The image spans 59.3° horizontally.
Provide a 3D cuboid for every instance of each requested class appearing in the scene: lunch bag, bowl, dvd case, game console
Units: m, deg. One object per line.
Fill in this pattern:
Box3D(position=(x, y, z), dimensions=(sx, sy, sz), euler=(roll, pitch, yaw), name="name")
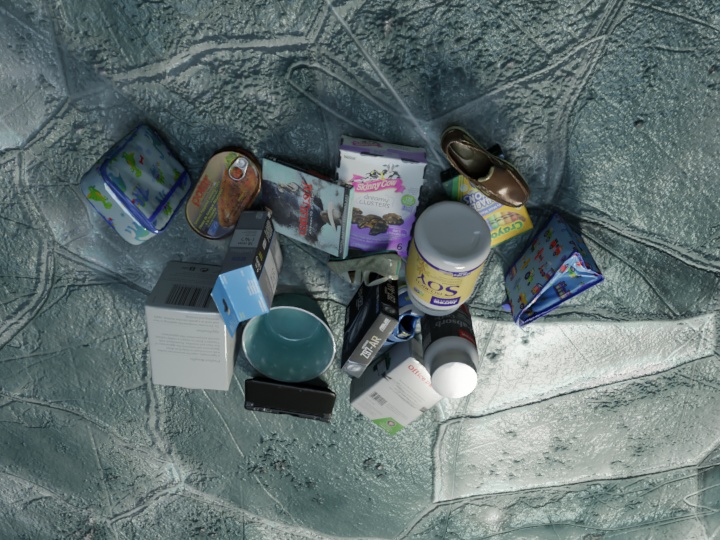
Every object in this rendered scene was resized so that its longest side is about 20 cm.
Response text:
Box3D(position=(0.353, 0.012, 1.245), dimensions=(0.093, 0.152, 0.200), euler=(37, 116, -20), name="lunch bag")
Box3D(position=(-0.391, -0.154, 1.136), dimensions=(0.081, 0.202, 0.162), euler=(-23, 118, 24), name="lunch bag")
Box3D(position=(-0.148, 0.130, 1.361), dimensions=(0.195, 0.106, 0.205), euler=(1, 122, 1), name="bowl")
Box3D(position=(-0.104, -0.121, 1.201), dimensions=(0.196, 0.022, 0.149), euler=(22, 125, 20), name="dvd case")
Box3D(position=(-0.153, 0.260, 1.413), dimensions=(0.195, 0.177, 0.119), euler=(10, 111, -4), name="game console")

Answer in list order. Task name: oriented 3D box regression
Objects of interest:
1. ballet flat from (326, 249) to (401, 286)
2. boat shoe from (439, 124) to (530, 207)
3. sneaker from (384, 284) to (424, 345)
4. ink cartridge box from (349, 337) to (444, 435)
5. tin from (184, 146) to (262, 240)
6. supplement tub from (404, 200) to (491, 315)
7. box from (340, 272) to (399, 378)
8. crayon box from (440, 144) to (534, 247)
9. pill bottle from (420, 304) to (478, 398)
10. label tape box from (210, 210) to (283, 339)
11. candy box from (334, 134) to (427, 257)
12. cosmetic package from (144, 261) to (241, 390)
Box3D(position=(0.000, 0.000, 1.246), dimensions=(0.066, 0.064, 0.198), euler=(4, 173, -40), name="ballet flat")
Box3D(position=(0.220, -0.171, 1.122), dimensions=(0.200, 0.075, 0.075), euler=(33, 115, -11), name="boat shoe")
Box3D(position=(0.065, 0.124, 1.354), dimensions=(0.073, 0.083, 0.201), euler=(4, 132, -43), name="sneaker")
Box3D(position=(0.092, 0.264, 1.449), dimensions=(0.146, 0.085, 0.199), euler=(40, 115, -21), name="ink cartridge box")
Box3D(position=(-0.267, -0.149, 1.232), dimensions=(0.110, 0.042, 0.201), euler=(28, 119, -19), name="tin")
Box3D(position=(0.160, -0.017, 1.208), dimensions=(0.141, 0.148, 0.202), euler=(5, 147, -1), name="supplement tub")
Box3D(position=(0.020, 0.089, 1.275), dimensions=(0.043, 0.202, 0.162), euler=(25, 121, -14), name="box")
Box3D(position=(0.251, -0.123, 1.224), dimensions=(0.124, 0.052, 0.202), euler=(-24, 119, 16), name="crayon box")
Box3D(position=(0.185, 0.159, 1.313), dimensions=(0.113, 0.202, 0.118), euler=(0, 123, 1), name="pill bottle")
Box3D(position=(-0.209, 0.009, 1.210), dimensions=(0.062, 0.203, 0.146), euler=(2, 141, 11), name="label tape box")
Box3D(position=(0.028, -0.139, 1.207), dimensions=(0.163, 0.072, 0.204), euler=(8, 123, -3), name="candy box")
Box3D(position=(-0.340, 0.115, 1.322), dimensions=(0.160, 0.166, 0.204), euler=(6, 122, -2), name="cosmetic package")
